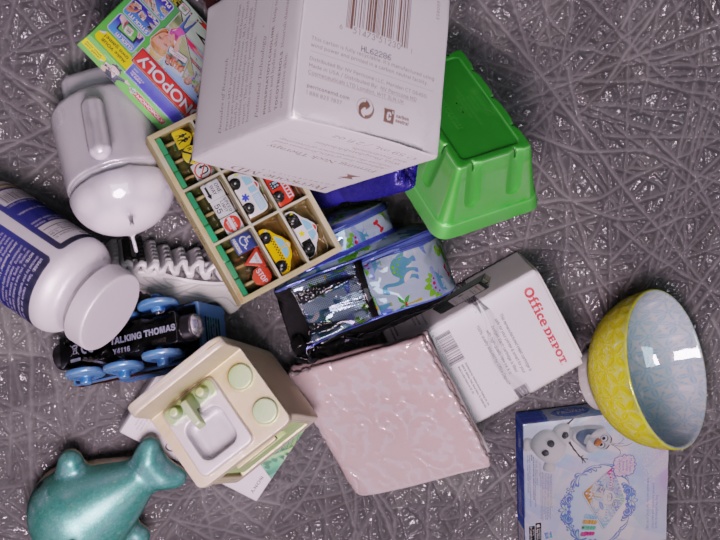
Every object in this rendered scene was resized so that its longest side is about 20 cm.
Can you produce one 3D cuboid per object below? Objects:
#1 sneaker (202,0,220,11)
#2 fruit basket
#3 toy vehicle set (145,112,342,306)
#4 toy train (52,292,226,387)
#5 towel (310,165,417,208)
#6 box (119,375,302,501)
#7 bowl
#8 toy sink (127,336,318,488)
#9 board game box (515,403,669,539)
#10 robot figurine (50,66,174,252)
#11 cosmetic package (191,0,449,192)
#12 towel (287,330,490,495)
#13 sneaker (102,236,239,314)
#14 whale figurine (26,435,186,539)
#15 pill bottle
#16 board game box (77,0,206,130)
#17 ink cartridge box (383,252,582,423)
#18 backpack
[{"bbox_3d":[-0.127,-0.267,1.250,0.076,0.116,0.200,-32,93,-3],"label":"sneaker"},{"bbox_3d":[0.106,-0.120,1.334,0.155,0.216,0.216,-18,110,-19],"label":"fruit basket"},{"bbox_3d":[-0.122,-0.078,1.232,0.124,0.027,0.200,-30,90,-17],"label":"toy vehicle set"},{"bbox_3d":[-0.253,0.086,1.348,0.200,0.114,0.087,-14,73,23],"label":"toy train"},{"bbox_3d":[-0.004,-0.145,1.281,0.050,0.200,0.148,4,84,-36],"label":"towel"},{"bbox_3d":[-0.175,0.181,1.449,0.200,0.036,0.144,30,100,-19],"label":"box"},{"bbox_3d":[0.339,0.129,1.469,0.108,0.200,0.200,-13,117,41],"label":"bowl"},{"bbox_3d":[-0.146,0.163,1.312,0.130,0.200,0.112,-39,75,3],"label":"toy sink"},{"bbox_3d":[0.306,0.274,1.555,0.199,0.043,0.200,-5,108,-7],"label":"board game box"},{"bbox_3d":[-0.267,-0.121,1.270,0.113,0.170,0.200,-18,70,0],"label":"robot figurine"},{"bbox_3d":[-0.040,-0.185,1.141,0.167,0.200,0.166,11,77,-32],"label":"cosmetic package"},{"bbox_3d":[0.036,0.175,1.418,0.191,0.032,0.200,-18,113,24],"label":"towel"},{"bbox_3d":[-0.227,0.010,1.371,0.200,0.075,0.081,5,115,-11],"label":"sneaker"},{"bbox_3d":[-0.309,0.282,1.414,0.200,0.104,0.159,-30,110,11],"label":"whale figurine"},{"bbox_3d":[-0.345,-0.004,1.275,0.200,0.116,0.116,32,102,18],"label":"pill bottle"},{"bbox_3d":[-0.194,-0.213,1.280,0.029,0.135,0.200,-23,118,45],"label":"board game box"},{"bbox_3d":[0.150,0.092,1.449,0.200,0.084,0.146,-29,109,1],"label":"ink cartridge box"},{"bbox_3d":[0.000,0.000,1.343,0.200,0.183,0.147,-18,96,-1],"label":"backpack"}]
